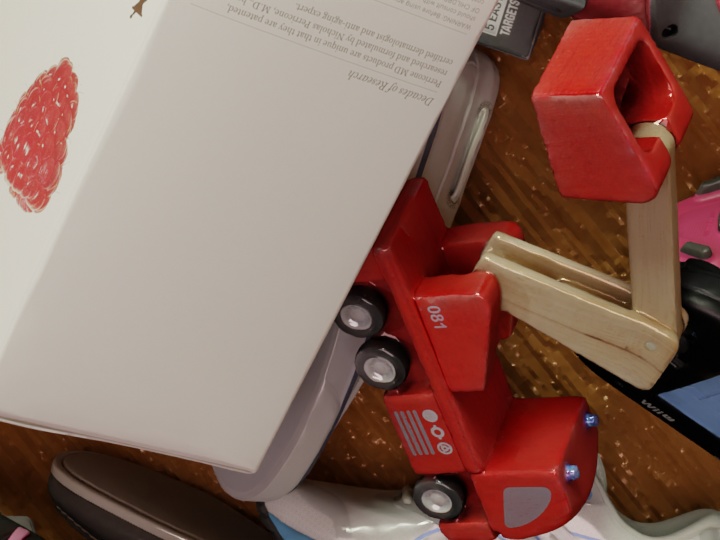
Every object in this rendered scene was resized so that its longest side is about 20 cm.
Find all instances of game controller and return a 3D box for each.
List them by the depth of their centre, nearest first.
[{"bbox_3d":[0.175,0.065,0.883,0.199,0.042,0.104,35,148,-12],"label":"game controller"}]

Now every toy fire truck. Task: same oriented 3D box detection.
[{"bbox_3d":[0.064,0.012,0.822,0.140,0.049,0.201,-5,125,29],"label":"toy fire truck"}]

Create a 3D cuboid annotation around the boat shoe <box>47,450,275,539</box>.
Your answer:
[{"bbox_3d":[-0.046,0.140,0.957,0.199,0.067,0.057,24,102,-2],"label":"boat shoe"}]

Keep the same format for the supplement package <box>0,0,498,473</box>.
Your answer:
[{"bbox_3d":[-0.063,-0.052,0.793,0.119,0.121,0.201,15,109,-35],"label":"supplement package"}]

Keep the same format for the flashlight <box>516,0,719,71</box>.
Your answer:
[{"bbox_3d":[0.142,-0.103,0.833,0.198,0.068,0.069,16,75,-21],"label":"flashlight"}]

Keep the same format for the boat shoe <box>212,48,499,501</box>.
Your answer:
[{"bbox_3d":[0.000,0.000,0.909,0.065,0.072,0.202,13,97,-40],"label":"boat shoe"}]

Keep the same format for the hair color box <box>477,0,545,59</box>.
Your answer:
[{"bbox_3d":[-0.013,-0.161,0.875,0.198,0.061,0.100,18,106,3],"label":"hair color box"}]

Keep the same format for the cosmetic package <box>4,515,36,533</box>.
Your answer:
[{"bbox_3d":[-0.163,0.202,0.916,0.090,0.106,0.201,-45,55,32],"label":"cosmetic package"}]

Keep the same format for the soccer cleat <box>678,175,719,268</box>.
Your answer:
[{"bbox_3d":[0.212,0.008,0.885,0.198,0.070,0.087,-1,130,17],"label":"soccer cleat"}]

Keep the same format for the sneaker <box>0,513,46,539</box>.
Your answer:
[{"bbox_3d":[-0.097,0.131,0.894,0.200,0.071,0.099,40,131,-15],"label":"sneaker"}]

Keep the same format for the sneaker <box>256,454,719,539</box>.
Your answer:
[{"bbox_3d":[0.058,0.102,0.938,0.198,0.075,0.087,15,97,-2],"label":"sneaker"}]
